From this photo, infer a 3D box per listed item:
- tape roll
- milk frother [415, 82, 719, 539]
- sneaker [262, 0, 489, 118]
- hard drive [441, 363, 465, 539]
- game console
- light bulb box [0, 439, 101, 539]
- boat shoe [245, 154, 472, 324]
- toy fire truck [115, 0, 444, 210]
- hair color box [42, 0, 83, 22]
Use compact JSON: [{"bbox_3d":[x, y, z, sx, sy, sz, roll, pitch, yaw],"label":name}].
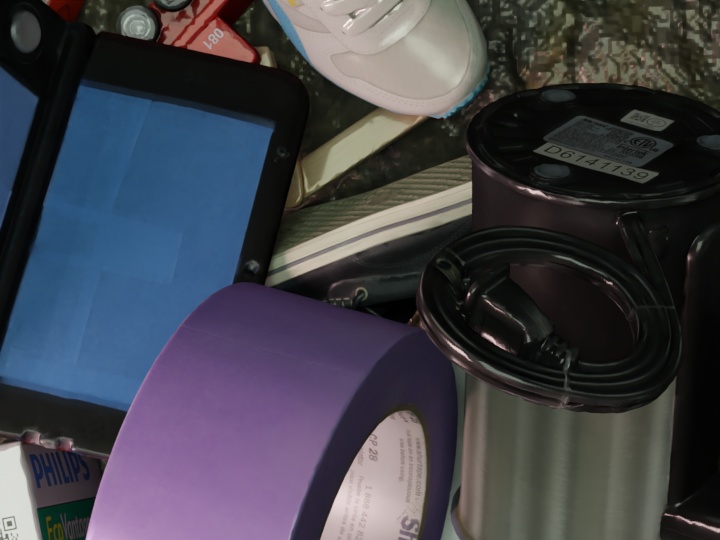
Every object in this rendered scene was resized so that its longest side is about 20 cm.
[{"bbox_3d":[-0.035,0.111,1.013,0.085,0.200,0.200,15,91,20],"label":"tape roll"},{"bbox_3d":[0.084,0.050,0.980,0.180,0.200,0.188,32,130,45],"label":"milk frother"},{"bbox_3d":[-0.021,-0.145,1.073,0.077,0.081,0.200,-43,93,3],"label":"sneaker"},{"bbox_3d":[0.105,0.044,1.132,0.132,0.026,0.200,10,91,8],"label":"hard drive"},{"bbox_3d":[-0.131,-0.034,1.043,0.119,0.172,0.200,-1,64,32],"label":"game console"},{"bbox_3d":[-0.211,0.191,1.121,0.198,0.125,0.200,-11,86,8],"label":"light bulb box"},{"bbox_3d":[0.000,0.000,1.112,0.200,0.075,0.062,-18,108,23],"label":"boat shoe"},{"bbox_3d":[-0.054,-0.077,1.144,0.141,0.049,0.200,43,94,7],"label":"toy fire truck"},{"bbox_3d":[-0.205,-0.094,1.159,0.101,0.061,0.200,24,93,7],"label":"hair color box"}]
